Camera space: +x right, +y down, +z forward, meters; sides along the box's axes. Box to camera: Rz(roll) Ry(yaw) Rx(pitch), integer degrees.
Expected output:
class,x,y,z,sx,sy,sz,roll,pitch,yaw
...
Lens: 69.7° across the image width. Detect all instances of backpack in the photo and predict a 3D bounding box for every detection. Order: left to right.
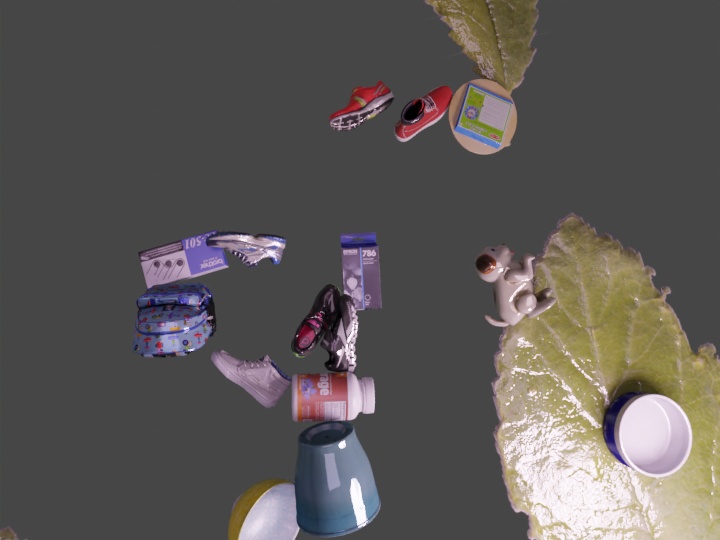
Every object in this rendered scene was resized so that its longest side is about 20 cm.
class,x,y,z,sx,sy,sz,roll,pitch,yaw
backpack,-0.433,0.117,1.188,0.179,0.200,0.137,-1,103,-5

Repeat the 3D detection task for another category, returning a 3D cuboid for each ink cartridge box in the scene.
class,x,y,z,sx,sy,sz,roll,pitch,yaw
ink cartridge box,-0.441,-0.027,1.292,0.197,0.044,0.096,-16,87,-7
ink cartridge box,0.000,0.000,1.334,0.098,0.039,0.204,-4,84,-5

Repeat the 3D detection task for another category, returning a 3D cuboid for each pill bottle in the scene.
class,x,y,z,sx,sy,sz,roll,pitch,yaw
pill bottle,-0.067,0.306,1.257,0.196,0.112,0.114,-1,84,-6

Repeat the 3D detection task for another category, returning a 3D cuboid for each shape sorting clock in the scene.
class,x,y,z,sx,sy,sz,roll,pitch,yaw
shape sorting clock,0.332,-0.417,1.408,0.196,0.039,0.204,1,86,-12

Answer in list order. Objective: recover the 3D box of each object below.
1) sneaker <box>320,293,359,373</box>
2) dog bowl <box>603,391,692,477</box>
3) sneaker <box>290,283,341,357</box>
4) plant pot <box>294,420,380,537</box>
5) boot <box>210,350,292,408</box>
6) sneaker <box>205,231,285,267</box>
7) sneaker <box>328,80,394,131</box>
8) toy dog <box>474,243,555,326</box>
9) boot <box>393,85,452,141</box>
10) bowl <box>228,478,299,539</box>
class,x,y,z,sx,sy,sz,roll,pitch,yaw
sneaker,-0.054,0.160,1.270,0.089,0.066,0.204,-3,101,-23
dog bowl,0.739,0.418,1.336,0.196,0.079,0.204,1,84,-6
sneaker,-0.105,0.128,1.286,0.076,0.084,0.202,28,82,-2
plant pot,-0.066,0.457,1.178,0.196,0.200,0.192,-11,97,-6
boot,-0.261,0.237,1.261,0.199,0.074,0.096,40,96,-9
sneaker,-0.282,-0.049,1.280,0.197,0.077,0.087,4,96,-22
sneaker,-0.007,-0.438,1.369,0.198,0.077,0.086,-31,82,-18
toy dog,0.376,0.025,1.332,0.193,0.139,0.201,-36,89,29
boot,0.176,-0.430,1.344,0.200,0.144,0.073,-42,87,-9
bowl,-0.238,0.572,1.202,0.106,0.199,0.203,12,80,38
